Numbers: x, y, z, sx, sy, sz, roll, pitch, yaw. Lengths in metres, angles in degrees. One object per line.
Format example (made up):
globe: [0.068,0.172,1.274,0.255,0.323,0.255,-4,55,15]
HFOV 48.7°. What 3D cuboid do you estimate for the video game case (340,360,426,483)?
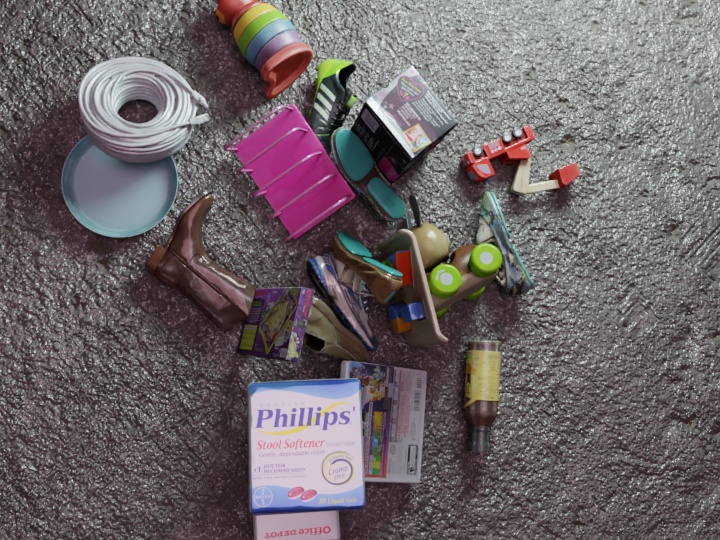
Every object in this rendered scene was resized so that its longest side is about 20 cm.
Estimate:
video game case: [0.036,0.267,1.393,0.181,0.023,0.202,12,78,-34]

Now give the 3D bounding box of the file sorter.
file sorter: [-0.125,-0.169,1.384,0.139,0.125,0.201,-34,94,9]

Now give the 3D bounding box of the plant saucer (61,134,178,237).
plant saucer: [-0.425,-0.156,1.412,0.199,0.027,0.202,1,82,-9]

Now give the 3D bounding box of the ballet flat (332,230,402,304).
ballet flat: [0.000,0.000,1.367,0.068,0.200,0.073,14,106,-41]

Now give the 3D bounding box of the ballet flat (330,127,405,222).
ballet flat: [0.003,-0.168,1.453,0.074,0.074,0.201,-37,102,-12]

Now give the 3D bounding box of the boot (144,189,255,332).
boot: [-0.249,-0.014,1.399,0.199,0.064,0.187,36,92,2]

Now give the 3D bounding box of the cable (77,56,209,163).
cable: [-0.389,-0.284,1.395,0.199,0.069,0.200,-34,76,-25]

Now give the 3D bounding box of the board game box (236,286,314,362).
board game box: [-0.147,0.089,1.340,0.032,0.200,0.121,13,82,-30]

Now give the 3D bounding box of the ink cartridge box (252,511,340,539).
ink cartridge box: [-0.116,0.362,1.363,0.144,0.083,0.202,-3,83,-10]

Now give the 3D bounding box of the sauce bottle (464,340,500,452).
sauce bottle: [0.220,0.228,1.447,0.064,0.065,0.202,6,80,-8]

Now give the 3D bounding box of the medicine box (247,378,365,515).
medicine box: [-0.087,0.278,1.276,0.181,0.103,0.202,-2,81,-2]

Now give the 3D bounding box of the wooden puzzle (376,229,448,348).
wooden puzzle: [0.076,0.041,1.386,0.046,0.185,0.201,-17,86,-15]

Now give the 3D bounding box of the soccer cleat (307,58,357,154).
soccer cleat: [-0.051,-0.295,1.464,0.080,0.067,0.202,2,80,22]

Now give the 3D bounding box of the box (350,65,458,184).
box: [0.069,-0.253,1.417,0.115,0.200,0.132,-39,90,-13]

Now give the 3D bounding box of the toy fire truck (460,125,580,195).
toy fire truck: [0.305,-0.197,1.526,0.199,0.049,0.142,-25,87,-12]

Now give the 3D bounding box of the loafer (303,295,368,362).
loafer: [-0.059,0.116,1.376,0.068,0.076,0.200,-53,128,-16]

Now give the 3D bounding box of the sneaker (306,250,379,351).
sneaker: [-0.013,0.049,1.429,0.085,0.077,0.201,-31,89,-16]

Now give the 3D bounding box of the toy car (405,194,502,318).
toy car: [0.139,-0.039,1.432,0.157,0.164,0.201,-26,75,-12]

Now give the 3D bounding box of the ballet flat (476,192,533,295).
ballet flat: [0.254,-0.046,1.483,0.074,0.074,0.201,-21,83,-11]

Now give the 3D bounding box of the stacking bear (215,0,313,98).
stacking bear: [-0.189,-0.437,1.451,0.114,0.121,0.200,-38,82,-10]
